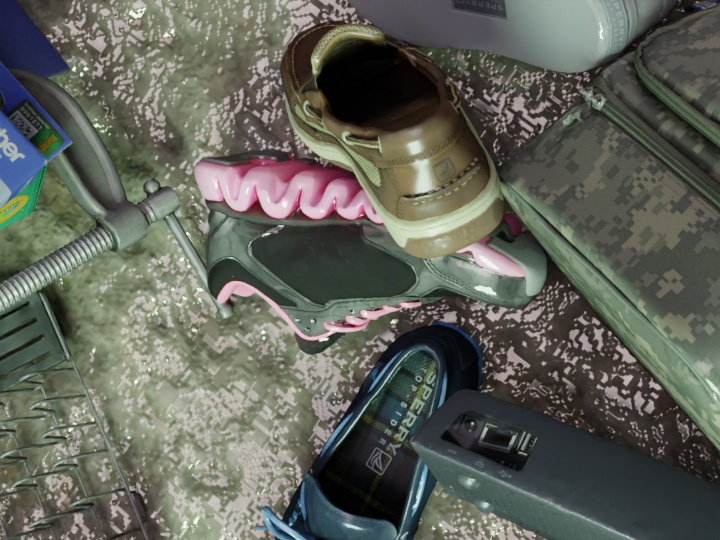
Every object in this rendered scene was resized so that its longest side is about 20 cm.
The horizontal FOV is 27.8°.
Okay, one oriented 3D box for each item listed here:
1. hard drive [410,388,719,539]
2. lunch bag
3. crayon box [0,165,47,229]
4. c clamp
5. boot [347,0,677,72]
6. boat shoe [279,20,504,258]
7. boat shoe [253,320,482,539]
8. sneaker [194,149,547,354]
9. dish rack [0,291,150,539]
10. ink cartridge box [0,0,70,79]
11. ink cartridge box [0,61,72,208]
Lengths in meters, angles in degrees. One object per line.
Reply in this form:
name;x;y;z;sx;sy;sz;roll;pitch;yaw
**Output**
hard drive;0.127;0.116;0.662;0.200;0.135;0.042;22;77;18
lunch bag;0.178;-0.024;0.620;0.168;0.139;0.200;-40;38;3
crayon box;-0.280;-0.047;0.759;0.119;0.200;0.058;46;141;13
c clamp;-0.180;-0.015;0.730;0.200;0.027;0.171;-27;91;-30
boot;0.075;-0.155;0.724;0.200;0.095;0.074;28;138;39
boat shoe;0.007;-0.086;0.681;0.075;0.075;0.202;-31;35;-7
boat shoe;-0.009;0.114;0.731;0.084;0.069;0.200;21;94;16
sneaker;0.000;0.000;0.730;0.200;0.079;0.096;15;103;31
dish rack;-0.203;0.116;0.796;0.153;0.055;0.200;-27;80;13
ink cartridge box;-0.286;-0.155;0.767;0.198;0.200;0.047;49;144;13
ink cartridge box;-0.237;-0.050;0.679;0.119;0.042;0.200;48;57;-7
